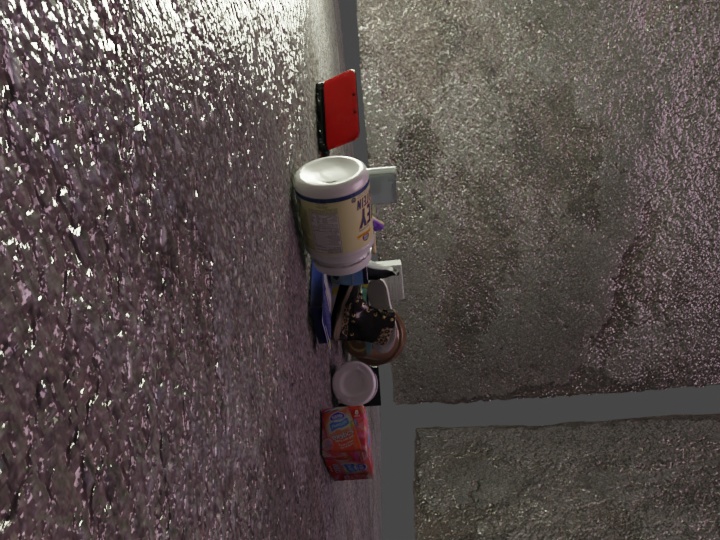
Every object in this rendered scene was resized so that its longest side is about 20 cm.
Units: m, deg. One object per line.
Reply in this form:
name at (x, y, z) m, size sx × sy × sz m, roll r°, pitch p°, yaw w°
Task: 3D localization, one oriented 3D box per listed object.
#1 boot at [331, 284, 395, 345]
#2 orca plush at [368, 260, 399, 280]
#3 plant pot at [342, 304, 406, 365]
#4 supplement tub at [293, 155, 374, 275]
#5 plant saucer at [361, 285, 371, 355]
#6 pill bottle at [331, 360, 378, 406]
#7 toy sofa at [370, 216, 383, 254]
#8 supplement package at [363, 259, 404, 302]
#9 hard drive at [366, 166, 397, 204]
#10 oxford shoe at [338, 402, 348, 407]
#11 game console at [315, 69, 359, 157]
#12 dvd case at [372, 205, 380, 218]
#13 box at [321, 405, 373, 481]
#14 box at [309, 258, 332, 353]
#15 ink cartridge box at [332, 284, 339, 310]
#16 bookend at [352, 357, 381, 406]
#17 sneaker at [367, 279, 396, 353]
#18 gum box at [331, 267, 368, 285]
boot at (0.015, 0.092, 1.467) m, size 0.073 × 0.149 × 0.202 m, roll -130°, pitch -125°, yaw -70°
orca plush at (0.000, 0.000, 1.522) m, size 0.106 × 0.198 × 0.072 m, roll -86°, pitch -175°, yaw -55°
plant pot at (0.024, 0.208, 1.877) m, size 0.174 × 0.199 × 0.202 m, roll 4°, pitch 81°, yaw -67°
supplement tub at (-0.047, -0.106, 1.168) m, size 0.145 × 0.144 × 0.201 m, roll -90°, pitch 174°, yaw -54°
plant saucer at (0.017, 0.138, 1.618) m, size 0.070 × 0.019 × 0.201 m, roll -89°, pitch 174°, yaw -50°
pill bottle at (-0.010, 0.296, 1.552) m, size 0.200 × 0.110 × 0.112 m, roll 71°, pitch 15°, yaw -78°
toy sofa at (-0.015, -0.108, 1.584) m, size 0.200 × 0.097 × 0.084 m, roll 30°, pitch 53°, yaw -58°
supplement package at (0.032, 0.036, 1.853) m, size 0.110 × 0.198 × 0.115 m, roll -75°, pitch 159°, yaw -82°
hard drive at (-0.008, -0.207, 1.498) m, size 0.132 × 0.198 × 0.026 m, roll 78°, pitch 9°, yaw -63°
oxford shoe at (-0.037, 0.388, 1.534) m, size 0.200 × 0.071 × 0.072 m, roll 62°, pitch 51°, yaw -82°
game console at (-0.058, -0.411, 1.618) m, size 0.172 × 0.118 × 0.202 m, roll 70°, pitch 16°, yaw -76°
dvd case at (-0.012, -0.162, 1.712) m, size 0.017 × 0.142 × 0.201 m, roll -30°, pitch 144°, yaw -41°
box at (-0.026, 0.381, 1.302) m, size 0.201 × 0.094 × 0.103 m, roll 81°, pitch 5°, yaw -54°
box at (-0.083, 0.066, 1.272) m, size 0.122 × 0.032 × 0.201 m, roll 82°, pitch 4°, yaw -46°
ink cartridge box at (-0.039, 0.055, 1.606) m, size 0.145 × 0.083 × 0.202 m, roll 66°, pitch 20°, yaw -78°
bookend at (0.021, 0.352, 2.166) m, size 0.201 × 0.091 × 0.200 m, roll -92°, pitch 178°, yaw -53°
sneaker at (0.057, 0.115, 1.601) m, size 0.114 × 0.072 × 0.202 m, roll -76°, pitch 163°, yaw -87°
gum box at (-0.044, -0.055, 1.373) m, size 0.200 × 0.044 × 0.172 m, roll -176°, pitch -100°, yaw -69°
